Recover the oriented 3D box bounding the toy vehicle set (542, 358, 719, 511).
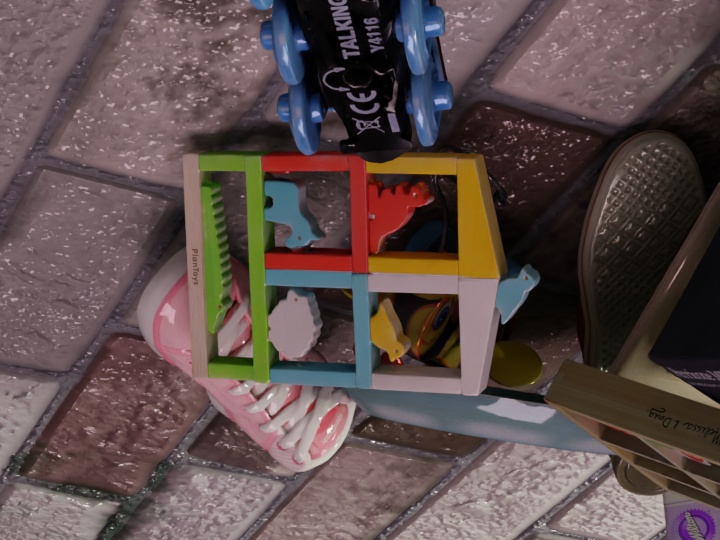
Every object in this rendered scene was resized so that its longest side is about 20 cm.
[{"bbox_3d":[0.202,0.105,1.013,0.124,0.027,0.200,36,168,-37],"label":"toy vehicle set"}]

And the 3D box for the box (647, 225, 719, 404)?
[{"bbox_3d":[0.277,0.042,0.920,0.197,0.124,0.200,34,170,-11],"label":"box"}]

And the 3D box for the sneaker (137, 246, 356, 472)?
[{"bbox_3d":[-0.058,0.058,1.187,0.105,0.075,0.200,33,166,27],"label":"sneaker"}]

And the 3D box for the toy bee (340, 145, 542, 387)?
[{"bbox_3d":[0.035,0.020,1.136,0.131,0.109,0.200,22,158,42],"label":"toy bee"}]

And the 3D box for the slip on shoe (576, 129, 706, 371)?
[{"bbox_3d":[0.157,-0.006,1.148,0.074,0.061,0.200,-9,135,-8],"label":"slip on shoe"}]

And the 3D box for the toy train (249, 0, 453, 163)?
[{"bbox_3d":[-0.004,-0.137,0.889,0.087,0.114,0.200,-3,147,10],"label":"toy train"}]

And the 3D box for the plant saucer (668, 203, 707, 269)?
[{"bbox_3d":[0.256,-0.011,1.117,0.200,0.037,0.200,-13,135,-14],"label":"plant saucer"}]

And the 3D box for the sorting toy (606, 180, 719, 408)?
[{"bbox_3d":[0.249,0.011,1.082,0.185,0.036,0.200,9,126,-31],"label":"sorting toy"}]

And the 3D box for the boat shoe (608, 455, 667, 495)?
[{"bbox_3d":[0.214,0.049,1.227,0.072,0.068,0.200,25,118,-25],"label":"boat shoe"}]

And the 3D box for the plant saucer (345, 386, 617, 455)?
[{"bbox_3d":[0.083,0.085,1.171,0.200,0.027,0.200,9,178,0],"label":"plant saucer"}]

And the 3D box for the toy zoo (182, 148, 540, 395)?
[{"bbox_3d":[0.000,0.000,1.069,0.200,0.131,0.020,2,-169,18],"label":"toy zoo"}]

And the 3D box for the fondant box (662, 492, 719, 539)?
[{"bbox_3d":[0.300,0.135,1.288,0.200,0.144,0.058,-12,146,16],"label":"fondant box"}]
